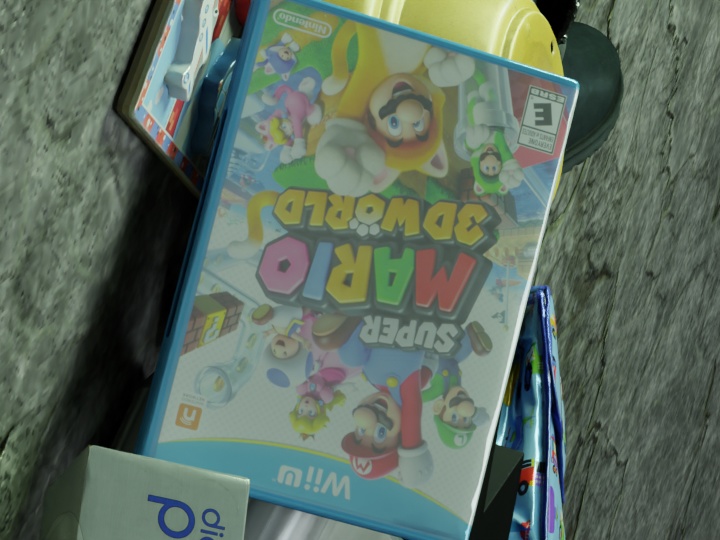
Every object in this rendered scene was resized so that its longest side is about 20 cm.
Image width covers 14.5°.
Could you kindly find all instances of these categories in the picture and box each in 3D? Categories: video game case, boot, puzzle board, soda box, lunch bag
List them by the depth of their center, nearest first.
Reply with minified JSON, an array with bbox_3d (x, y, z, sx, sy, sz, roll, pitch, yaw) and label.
[{"bbox_3d":[-0.092,0.173,1.064,0.063,0.068,0.201,138,-38,-62],"label":"soda box"},{"bbox_3d":[0.000,0.000,1.156,0.018,0.142,0.201,175,-69,-74],"label":"video game case"},{"bbox_3d":[-0.040,-0.134,1.176,0.151,0.017,0.201,51,59,-72],"label":"puzzle board"},{"bbox_3d":[0.100,-0.131,1.548,0.200,0.076,0.169,-47,155,-45],"label":"boot"},{"bbox_3d":[0.097,0.114,1.833,0.151,0.093,0.201,73,25,-63],"label":"lunch bag"}]

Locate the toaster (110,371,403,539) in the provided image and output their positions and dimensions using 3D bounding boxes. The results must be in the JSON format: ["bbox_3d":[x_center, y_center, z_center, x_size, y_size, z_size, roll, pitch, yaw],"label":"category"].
[{"bbox_3d":[-0.059,0.134,1.217,0.130,0.113,0.200,-64,156,-22],"label":"toaster"}]

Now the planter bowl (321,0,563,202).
[{"bbox_3d":[0.040,-0.068,1.244,0.200,0.083,0.202,1,90,-69],"label":"planter bowl"}]

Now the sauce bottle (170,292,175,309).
[{"bbox_3d":[-0.022,-0.009,1.293,0.200,0.066,0.066,-47,151,-62],"label":"sauce bottle"}]

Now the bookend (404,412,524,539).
[{"bbox_3d":[0.025,0.119,1.538,0.199,0.092,0.201,-47,149,-61],"label":"bookend"}]
